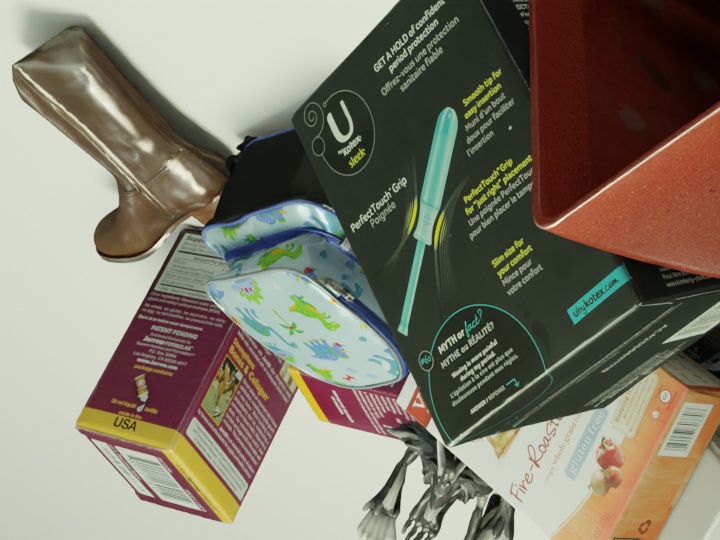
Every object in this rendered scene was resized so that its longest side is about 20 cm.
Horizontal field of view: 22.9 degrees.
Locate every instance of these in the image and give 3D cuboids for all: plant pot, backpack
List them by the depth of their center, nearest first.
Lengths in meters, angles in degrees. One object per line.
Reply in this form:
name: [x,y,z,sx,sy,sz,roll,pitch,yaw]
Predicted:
plant pot: [0.207,-0.105,0.803,0.176,0.201,0.200,27,137,-29]
backpack: [0.000,0.000,1.262,0.200,0.147,0.183,34,156,-23]

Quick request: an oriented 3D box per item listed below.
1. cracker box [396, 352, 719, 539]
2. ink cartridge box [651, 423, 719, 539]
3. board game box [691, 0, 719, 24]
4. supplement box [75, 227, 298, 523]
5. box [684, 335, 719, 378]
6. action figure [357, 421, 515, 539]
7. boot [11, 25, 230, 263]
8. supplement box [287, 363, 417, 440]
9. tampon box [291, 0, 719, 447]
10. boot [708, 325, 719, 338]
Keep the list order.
cracker box: [0.125,0.081,1.135,0.058,0.134,0.200,9,-158,-44]
ink cartridge box: [0.267,0.193,1.149,0.199,0.147,0.083,19,-160,-26]
board game box: [0.151,-0.124,1.009,0.199,0.046,0.152,1,144,42]
supplement box: [-0.128,0.085,1.469,0.103,0.201,0.131,11,150,30]
box: [0.299,0.087,1.236,0.199,0.050,0.158,31,153,-8]
action figure: [0.068,0.180,1.330,0.118,0.102,0.200,19,162,14]
boot: [-0.208,-0.097,1.366,0.186,0.064,0.200,-22,131,40]
supplement box: [0.061,0.073,1.376,0.199,0.111,0.086,12,152,27]
tampon box: [0.086,-0.040,0.905,0.150,0.126,0.201,-41,67,41]
boot: [0.215,0.001,1.043,0.199,0.064,0.186,26,171,3]
